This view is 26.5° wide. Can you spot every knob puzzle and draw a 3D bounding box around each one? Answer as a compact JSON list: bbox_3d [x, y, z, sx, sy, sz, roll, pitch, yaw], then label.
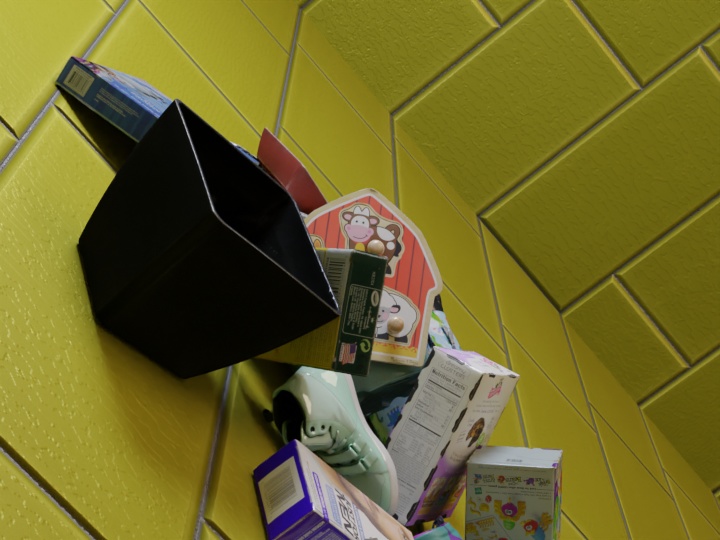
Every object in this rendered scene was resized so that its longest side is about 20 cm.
[{"bbox_3d":[0.000,0.000,1.745,0.220,0.220,0.030,53,-16,4],"label":"knob puzzle"}]

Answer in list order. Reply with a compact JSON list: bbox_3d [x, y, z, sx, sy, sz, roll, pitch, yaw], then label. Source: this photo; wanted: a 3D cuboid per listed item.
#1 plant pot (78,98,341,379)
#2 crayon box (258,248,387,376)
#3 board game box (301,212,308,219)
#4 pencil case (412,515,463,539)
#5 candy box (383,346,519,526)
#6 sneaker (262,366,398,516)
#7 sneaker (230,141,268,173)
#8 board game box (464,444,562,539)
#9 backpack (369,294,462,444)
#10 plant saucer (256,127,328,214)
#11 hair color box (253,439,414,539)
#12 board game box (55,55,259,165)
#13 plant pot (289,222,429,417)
[{"bbox_3d":[-0.168,-0.012,1.532,0.200,0.177,0.200,41,17,-42],"label":"plant pot"},{"bbox_3d":[-0.057,0.039,1.638,0.051,0.127,0.200,12,-4,-36],"label":"crayon box"},{"bbox_3d":[-0.111,-0.067,1.826,0.126,0.035,0.200,22,2,22],"label":"board game box"},{"bbox_3d":[0.114,0.372,1.670,0.200,0.085,0.092,55,-31,10],"label":"pencil case"},{"bbox_3d":[0.097,0.195,1.809,0.072,0.200,0.168,28,4,21],"label":"candy box"},{"bbox_3d":[-0.036,0.202,1.686,0.118,0.074,0.201,-28,96,-52],"label":"sneaker"},{"bbox_3d":[-0.153,-0.107,2.099,0.200,0.078,0.080,45,-7,-36],"label":"sneaker"},{"bbox_3d":[0.179,0.314,1.784,0.103,0.105,0.200,-22,114,-77],"label":"board game box"},{"bbox_3d":[0.070,0.152,1.988,0.200,0.163,0.154,61,23,10],"label":"backpack"},{"bbox_3d":[-0.065,-0.078,2.007,0.200,0.037,0.200,57,-5,-26],"label":"plant saucer"},{"bbox_3d":[-0.016,0.271,1.550,0.200,0.065,0.109,45,15,-34],"label":"hair color box"},{"bbox_3d":[-0.245,-0.180,1.872,0.200,0.043,0.199,36,8,16],"label":"board game box"},{"bbox_3d":[-0.017,0.069,1.831,0.196,0.200,0.200,64,16,16],"label":"plant pot"}]
